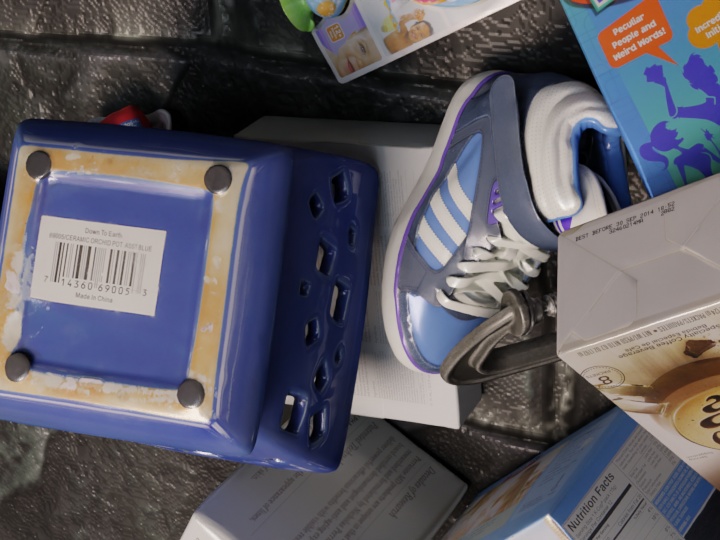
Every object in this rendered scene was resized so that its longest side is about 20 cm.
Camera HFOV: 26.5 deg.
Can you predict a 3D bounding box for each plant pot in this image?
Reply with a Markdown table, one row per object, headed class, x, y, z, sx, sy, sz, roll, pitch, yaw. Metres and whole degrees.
| class | x | y | z | sx | sy | sz | roll | pitch | yaw |
| --- | --- | --- | --- | --- | --- | --- | --- | --- | --- |
| plant pot | -0.112 | 0.011 | 0.911 | 0.198 | 0.180 | 0.202 | 7 | 87 | 16 |

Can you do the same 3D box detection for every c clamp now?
| class | x | y | z | sx | sy | sz | roll | pitch | yaw |
| --- | --- | --- | --- | --- | --- | --- | --- | --- | --- |
| c clamp | 0.143 | 0.017 | 0.903 | 0.171 | 0.198 | 0.027 | 110 | 141 | -67 |

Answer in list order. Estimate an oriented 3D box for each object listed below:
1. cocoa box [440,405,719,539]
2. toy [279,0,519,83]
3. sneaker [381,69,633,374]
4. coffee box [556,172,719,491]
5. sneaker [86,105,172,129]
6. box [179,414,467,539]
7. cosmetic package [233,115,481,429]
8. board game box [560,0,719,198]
| class | x | y | z | sx | sy | sz | roll | pitch | yaw |
| --- | --- | --- | --- | --- | --- | --- | --- | --- | --- |
| cocoa box | 0.137 | 0.195 | 0.984 | 0.131 | 0.133 | 0.200 | 47 | 140 | 0 |
| toy | 0.032 | -0.191 | 0.903 | 0.199 | 0.047 | 0.116 | -20 | 105 | 34 |
| sneaker | 0.091 | -0.018 | 0.904 | 0.146 | 0.080 | 0.202 | 27 | 101 | 56 |
| coffee box | 0.204 | 0.044 | 0.809 | 0.112 | 0.080 | 0.200 | -21 | 137 | 34 |
| sneaker | -0.135 | -0.044 | 1.051 | 0.199 | 0.071 | 0.113 | 27 | 123 | 40 |
| box | -0.053 | 0.222 | 1.080 | 0.130 | 0.200 | 0.200 | 37 | 124 | 10 |
| cosmetic package | 0.000 | 0.000 | 1.037 | 0.149 | 0.052 | 0.202 | 5 | 115 | 23 |
| board game box | 0.194 | -0.135 | 0.818 | 0.151 | 0.045 | 0.201 | -26 | 84 | 13 |
